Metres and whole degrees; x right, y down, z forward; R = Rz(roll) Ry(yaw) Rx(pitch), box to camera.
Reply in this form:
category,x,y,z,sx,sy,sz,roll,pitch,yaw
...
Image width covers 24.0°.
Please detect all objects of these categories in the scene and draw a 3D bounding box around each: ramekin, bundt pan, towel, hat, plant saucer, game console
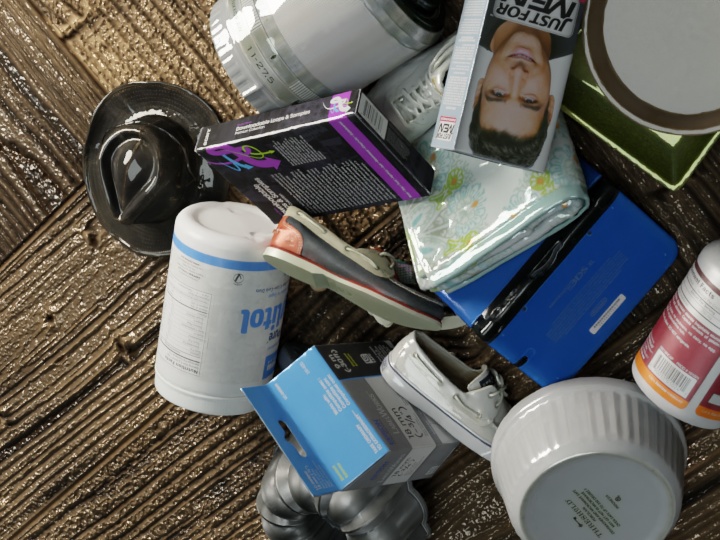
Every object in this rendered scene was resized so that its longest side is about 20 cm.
category,x,y,z,sx,sy,sz,roll,pitch,yaw
ramekin,0.234,0.212,1.709,0.201,0.094,0.203,0,124,0
bundt pan,-0.028,0.271,1.838,0.201,0.076,0.203,18,133,20
towel,0.122,-0.089,1.678,0.199,0.048,0.172,-31,56,25
hat,-0.236,-0.102,1.839,0.199,0.081,0.202,6,108,18
plant saucer,0.283,-0.215,1.623,0.200,0.048,0.200,37,111,6
plant saucer,0.305,-0.226,1.572,0.199,0.029,0.201,5,105,17
game console,0.186,-0.012,1.712,0.170,0.118,0.200,37,98,-26

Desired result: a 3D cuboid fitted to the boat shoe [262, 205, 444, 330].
category,x,y,z,sx,sy,sz,roll,pitch,yaw
boat shoe,0.000,0.000,1.721,0.199,0.071,0.063,25,73,10

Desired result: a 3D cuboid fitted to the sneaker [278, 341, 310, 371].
category,x,y,z,sx,sy,sz,roll,pitch,yaw
sneaker,-0.026,0.167,1.847,0.200,0.070,0.082,43,115,6

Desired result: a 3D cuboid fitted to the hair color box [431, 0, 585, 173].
category,x,y,z,sx,sy,sz,roll,pitch,yaw
hair color box,0.141,-0.200,1.577,0.098,0.061,0.201,12,94,-21

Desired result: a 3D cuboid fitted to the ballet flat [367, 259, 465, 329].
category,x,y,z,sx,sy,sz,roll,pitch,yaw
ballet flat,0.056,0.026,1.768,0.199,0.072,0.069,5,153,16

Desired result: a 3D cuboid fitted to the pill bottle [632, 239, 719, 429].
category,x,y,z,sx,sy,sz,roll,pitch,yaw
pill bottle,0.357,0.045,1.642,0.113,0.113,0.201,33,114,9

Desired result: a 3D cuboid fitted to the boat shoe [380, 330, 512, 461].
category,x,y,z,sx,sy,sz,roll,pitch,yaw
boat shoe,0.119,0.133,1.770,0.200,0.071,0.070,36,117,-3

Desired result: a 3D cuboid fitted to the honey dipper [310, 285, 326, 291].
category,x,y,z,sx,sy,sz,roll,pitch,yaw
honey dipper,-0.065,-0.072,1.809,0.038,0.038,0.201,-7,105,22

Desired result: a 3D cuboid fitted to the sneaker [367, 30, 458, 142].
category,x,y,z,sx,sy,sz,roll,pitch,yaw
sneaker,0.066,-0.181,1.662,0.200,0.116,0.074,-39,93,14

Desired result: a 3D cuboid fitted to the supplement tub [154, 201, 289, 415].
category,x,y,z,sx,sy,sz,roll,pitch,yaw
supplement tub,-0.146,0.039,1.820,0.131,0.132,0.201,16,112,16

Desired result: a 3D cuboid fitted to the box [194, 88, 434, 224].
category,x,y,z,sx,sy,sz,roll,pitch,yaw
box,-0.046,-0.110,1.693,0.199,0.036,0.143,-10,143,32

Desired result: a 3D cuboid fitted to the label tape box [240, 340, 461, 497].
category,x,y,z,sx,sy,sz,roll,pitch,yaw
label tape box,-0.005,0.148,1.739,0.063,0.199,0.144,-50,63,26

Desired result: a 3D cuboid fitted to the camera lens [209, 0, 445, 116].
category,x,y,z,sx,sy,sz,roll,pitch,yaw
camera lens,-0.028,-0.254,1.671,0.199,0.160,0.161,-30,94,26
